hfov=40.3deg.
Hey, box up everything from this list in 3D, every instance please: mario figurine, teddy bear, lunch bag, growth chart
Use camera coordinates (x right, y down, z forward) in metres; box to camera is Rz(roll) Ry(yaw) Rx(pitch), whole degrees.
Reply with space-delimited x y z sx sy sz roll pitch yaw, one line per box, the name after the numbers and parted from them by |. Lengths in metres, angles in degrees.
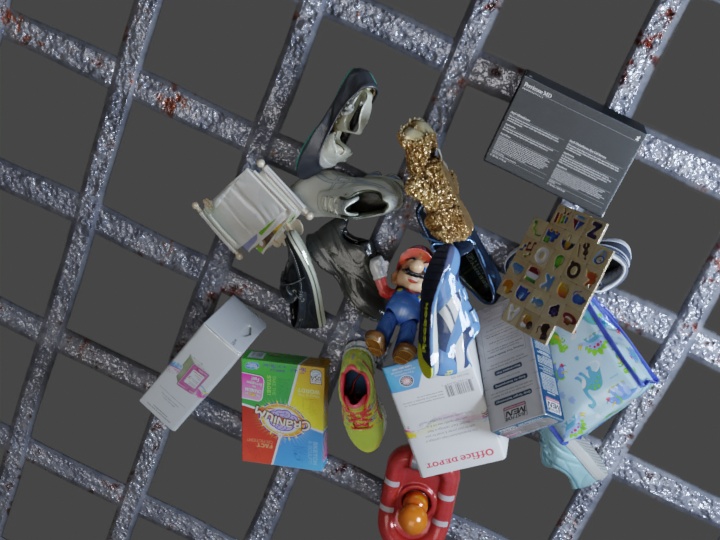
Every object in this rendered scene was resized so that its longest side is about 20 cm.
0.072 0.037 1.538 0.123 0.201 0.106 38 142 -26 | mario figurine
0.105 -0.134 1.488 0.066 0.146 0.201 -20 118 19 | teddy bear
0.339 0.144 1.552 0.170 0.127 0.201 -42 70 21 | lunch bag
-0.176 -0.092 1.607 0.199 0.018 0.145 -29 103 38 | growth chart

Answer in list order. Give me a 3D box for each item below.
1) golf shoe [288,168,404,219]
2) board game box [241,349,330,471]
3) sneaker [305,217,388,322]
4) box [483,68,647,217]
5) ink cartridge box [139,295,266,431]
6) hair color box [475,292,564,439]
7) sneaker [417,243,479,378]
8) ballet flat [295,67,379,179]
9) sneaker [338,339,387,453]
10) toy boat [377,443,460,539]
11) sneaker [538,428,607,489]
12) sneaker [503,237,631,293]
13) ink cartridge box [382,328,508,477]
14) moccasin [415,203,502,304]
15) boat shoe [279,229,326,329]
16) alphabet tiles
-0.032 -0.116 1.556 0.198 0.097 0.079 -5 109 15 | golf shoe
-0.132 0.246 1.728 0.151 0.040 0.202 5 109 10 | board game box
0.000 0.000 1.603 0.091 0.076 0.200 -38 99 14 | sneaker
0.305 -0.192 1.469 0.199 0.079 0.142 27 115 3 | box
-0.265 0.154 1.669 0.085 0.145 0.200 42 111 -3 | ink cartridge box
0.242 0.147 1.519 0.099 0.202 0.060 -26 146 33 | hair color box
0.134 0.060 1.464 0.081 0.074 0.202 3 95 -13 | sneaker
-0.032 -0.217 1.525 0.073 0.073 0.201 32 104 0 | ballet flat
-0.005 0.226 1.668 0.077 0.090 0.202 -6 108 12 | sneaker
0.094 0.407 1.686 0.129 0.131 0.202 12 110 8 | toy boat
0.321 0.287 1.629 0.082 0.074 0.200 -38 96 17 | sneaker
0.317 -0.007 1.512 0.198 0.109 0.071 -6 107 14 | sneaker
0.144 0.203 1.598 0.145 0.146 0.202 -16 104 16 | ink cartridge box
0.162 -0.033 1.557 0.080 0.068 0.200 -42 95 21 | moccasin
-0.102 0.022 1.600 0.062 0.075 0.201 -16 132 -8 | boat shoe
0.291 0.004 1.481 0.006 0.166 0.201 24 94 -41 | alphabet tiles
